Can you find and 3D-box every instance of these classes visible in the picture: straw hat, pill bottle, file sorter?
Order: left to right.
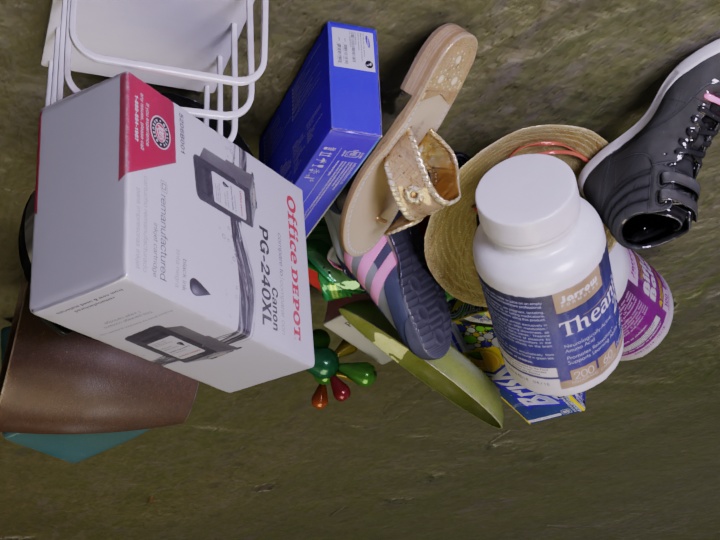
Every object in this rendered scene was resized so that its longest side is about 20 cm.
[{"bbox_3d":[-0.149,-0.144,0.875,0.137,0.126,0.200,6,155,-18],"label":"file sorter"},{"bbox_3d":[0.140,-0.069,1.110,0.199,0.085,0.202,-8,132,-9],"label":"straw hat"},{"bbox_3d":[0.156,0.004,1.043,0.110,0.112,0.201,-7,134,15],"label":"pill bottle"},{"bbox_3d":[0.240,0.016,1.282,0.111,0.113,0.200,-15,154,30],"label":"pill bottle"}]

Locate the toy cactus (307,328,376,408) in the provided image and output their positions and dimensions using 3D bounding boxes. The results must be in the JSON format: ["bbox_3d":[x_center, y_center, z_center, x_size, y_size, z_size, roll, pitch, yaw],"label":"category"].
[{"bbox_3d":[-0.086,0.090,1.357,0.199,0.103,0.165,34,-165,19],"label":"toy cactus"}]

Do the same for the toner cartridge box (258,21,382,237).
[{"bbox_3d":[-0.037,-0.106,1.007,0.043,0.096,0.200,7,156,-18],"label":"toner cartridge box"}]

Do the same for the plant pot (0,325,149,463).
[{"bbox_3d":[-0.306,0.125,1.488,0.198,0.143,0.141,-18,153,19],"label":"plant pot"}]

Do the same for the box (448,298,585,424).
[{"bbox_3d":[0.150,0.075,1.239,0.070,0.065,0.200,-18,136,31],"label":"box"}]

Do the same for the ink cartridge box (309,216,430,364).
[{"bbox_3d":[0.031,0.009,1.267,0.173,0.044,0.199,34,136,-29],"label":"ink cartridge box"}]

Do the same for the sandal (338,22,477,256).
[{"bbox_3d":[0.051,-0.081,0.964,0.077,0.070,0.213,-14,135,-51],"label":"sandal"}]

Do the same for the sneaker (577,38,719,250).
[{"bbox_3d":[0.263,-0.094,0.987,0.070,0.100,0.200,21,127,-32],"label":"sneaker"}]

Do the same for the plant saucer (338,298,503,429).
[{"bbox_3d":[0.066,0.085,1.224,0.199,0.031,0.200,36,174,5],"label":"plant saucer"}]

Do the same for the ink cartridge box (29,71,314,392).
[{"bbox_3d":[-0.119,-0.017,0.828,0.083,0.147,0.200,-19,152,27],"label":"ink cartridge box"}]

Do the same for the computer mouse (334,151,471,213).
[{"bbox_3d":[0.050,-0.072,1.081,0.199,0.034,0.059,-12,130,-47],"label":"computer mouse"}]

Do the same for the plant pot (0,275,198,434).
[{"bbox_3d":[-0.275,0.097,1.324,0.198,0.189,0.187,13,154,-16],"label":"plant pot"}]

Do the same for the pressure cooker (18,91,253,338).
[{"bbox_3d":[-0.193,-0.037,1.056,0.175,0.180,0.200,3,154,-38],"label":"pressure cooker"}]

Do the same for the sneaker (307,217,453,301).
[{"bbox_3d":[0.000,0.000,1.188,0.198,0.084,0.074,19,157,23],"label":"sneaker"}]

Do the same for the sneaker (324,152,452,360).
[{"bbox_3d":[0.016,-0.005,1.123,0.082,0.202,0.070,-29,168,35],"label":"sneaker"}]
